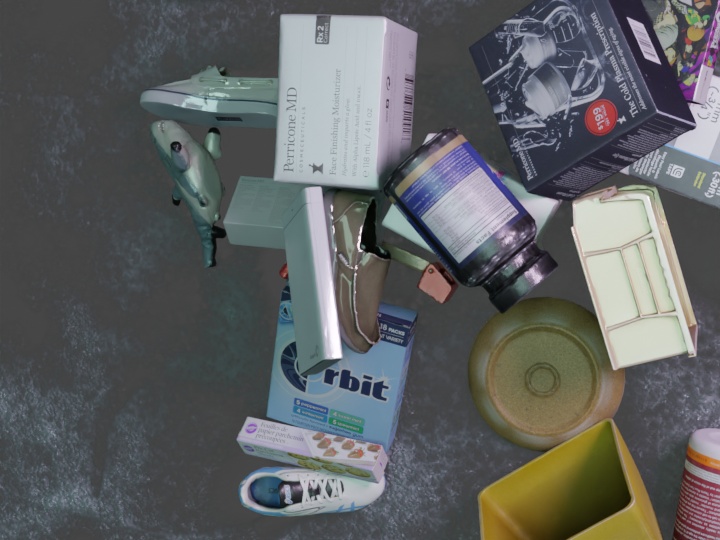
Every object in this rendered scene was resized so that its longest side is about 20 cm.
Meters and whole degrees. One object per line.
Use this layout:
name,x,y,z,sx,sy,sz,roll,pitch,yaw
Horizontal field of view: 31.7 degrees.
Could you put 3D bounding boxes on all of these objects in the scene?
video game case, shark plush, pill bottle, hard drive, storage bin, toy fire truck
video game case,0.330,-0.299,1.484,0.200,0.036,0.182,19,99,38
shark plush,-0.219,-0.107,1.689,0.083,0.091,0.200,-5,117,35
pill bottle,0.127,-0.054,1.433,0.112,0.112,0.200,-41,86,14
hard drive,-0.059,0.016,1.501,0.027,0.132,0.201,-4,79,-16
storage bin,0.320,-0.001,1.479,0.093,0.200,0.199,-16,92,17
pill bottle,0.437,0.300,1.526,0.113,0.113,0.201,10,98,13
toy fire truck,0.009,0.009,1.634,0.200,0.049,0.141,38,103,8

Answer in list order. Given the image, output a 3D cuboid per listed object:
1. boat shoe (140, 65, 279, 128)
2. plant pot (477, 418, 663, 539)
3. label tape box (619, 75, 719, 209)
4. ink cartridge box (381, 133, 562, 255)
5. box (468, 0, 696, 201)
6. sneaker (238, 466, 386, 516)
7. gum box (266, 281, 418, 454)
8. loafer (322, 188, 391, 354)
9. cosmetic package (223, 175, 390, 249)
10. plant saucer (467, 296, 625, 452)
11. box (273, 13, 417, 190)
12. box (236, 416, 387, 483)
boat shoe,-0.188,-0.231,1.654,0.199,0.071,0.070,5,74,16
plant pot,0.276,0.336,1.534,0.200,0.200,0.177,-33,108,15
label tape box,0.426,-0.151,1.505,0.199,0.063,0.145,22,101,11
ink cartridge box,0.151,-0.067,1.550,0.200,0.129,0.126,29,101,8
box,0.250,-0.211,1.451,0.182,0.104,0.201,-33,67,34
sneaker,-0.065,0.291,1.671,0.199,0.072,0.072,-7,93,13
gum box,-0.026,0.122,1.622,0.169,0.045,0.201,16,122,12
loafer,0.000,0.000,1.502,0.069,0.075,0.201,-6,97,21
cosmetic package,-0.067,-0.069,1.623,0.199,0.051,0.083,6,55,15
plant saucer,0.231,0.135,1.599,0.199,0.035,0.201,2,97,14
box,-0.015,-0.202,1.539,0.130,0.200,0.200,4,97,13
box,-0.063,0.234,1.657,0.199,0.041,0.039,10,56,22
